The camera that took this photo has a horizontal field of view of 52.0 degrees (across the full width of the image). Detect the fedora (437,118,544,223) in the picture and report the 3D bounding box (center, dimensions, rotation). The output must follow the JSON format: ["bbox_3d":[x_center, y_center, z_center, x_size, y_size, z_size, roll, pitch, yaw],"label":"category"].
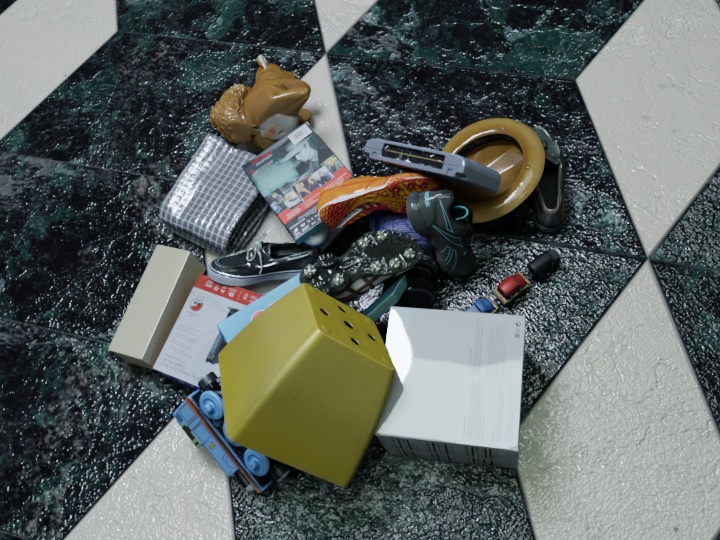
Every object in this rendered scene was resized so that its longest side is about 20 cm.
[{"bbox_3d":[0.220,-0.157,1.248,0.198,0.082,0.204,-12,64,24],"label":"fedora"}]

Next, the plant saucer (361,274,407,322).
[{"bbox_3d":[0.001,0.083,1.151,0.019,0.070,0.200,43,121,-4],"label":"plant saucer"}]

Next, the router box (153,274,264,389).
[{"bbox_3d":[-0.217,0.121,1.235,0.197,0.049,0.182,17,70,18],"label":"router box"}]

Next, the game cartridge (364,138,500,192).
[{"bbox_3d":[0.118,-0.167,1.174,0.198,0.132,0.041,20,93,39],"label":"game cartridge"}]

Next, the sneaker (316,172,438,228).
[{"bbox_3d":[0.025,-0.127,1.168,0.196,0.074,0.078,-9,43,0],"label":"sneaker"}]

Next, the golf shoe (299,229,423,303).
[{"bbox_3d":[0.000,0.000,1.130,0.197,0.088,0.078,-19,63,-11],"label":"golf shoe"}]

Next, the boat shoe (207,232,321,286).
[{"bbox_3d":[-0.164,-0.021,1.256,0.196,0.069,0.074,0,39,1],"label":"boat shoe"}]

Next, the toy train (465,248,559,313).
[{"bbox_3d":[0.241,0.031,1.188,0.199,0.046,0.034,-37,64,-6],"label":"toy train"}]

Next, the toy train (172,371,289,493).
[{"bbox_3d":[-0.192,0.250,1.130,0.201,0.086,0.114,50,125,5],"label":"toy train"}]

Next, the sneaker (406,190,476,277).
[{"bbox_3d":[0.147,-0.056,1.161,0.078,0.200,0.076,-17,51,26],"label":"sneaker"}]

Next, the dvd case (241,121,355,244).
[{"bbox_3d":[-0.099,-0.153,1.261,0.145,0.022,0.201,-36,60,-6],"label":"dvd case"}]

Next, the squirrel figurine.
[{"bbox_3d":[-0.189,-0.317,1.376,0.196,0.143,0.189,-9,49,-5],"label":"squirrel figurine"}]

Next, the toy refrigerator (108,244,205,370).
[{"bbox_3d":[-0.347,0.065,1.278,0.075,0.070,0.203,10,67,23],"label":"toy refrigerator"}]

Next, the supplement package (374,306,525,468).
[{"bbox_3d":[0.137,0.173,1.086,0.196,0.147,0.194,4,66,13],"label":"supplement package"}]

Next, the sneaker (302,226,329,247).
[{"bbox_3d":[-0.074,-0.125,1.281,0.071,0.073,0.202,13,50,-5],"label":"sneaker"}]

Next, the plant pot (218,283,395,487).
[{"bbox_3d":[-0.064,0.143,1.035,0.177,0.199,0.201,-52,27,15],"label":"plant pot"}]

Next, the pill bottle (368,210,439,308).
[{"bbox_3d":[0.072,-0.043,1.219,0.110,0.112,0.203,-7,64,8],"label":"pill bottle"}]

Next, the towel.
[{"bbox_3d":[-0.251,-0.138,1.342,0.164,0.086,0.202,23,72,19],"label":"towel"}]

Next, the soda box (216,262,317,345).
[{"bbox_3d":[-0.124,0.068,1.175,0.198,0.064,0.068,-32,76,-14],"label":"soda box"}]

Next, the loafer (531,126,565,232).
[{"bbox_3d":[0.317,-0.166,1.254,0.071,0.063,0.203,-6,65,8],"label":"loafer"}]
